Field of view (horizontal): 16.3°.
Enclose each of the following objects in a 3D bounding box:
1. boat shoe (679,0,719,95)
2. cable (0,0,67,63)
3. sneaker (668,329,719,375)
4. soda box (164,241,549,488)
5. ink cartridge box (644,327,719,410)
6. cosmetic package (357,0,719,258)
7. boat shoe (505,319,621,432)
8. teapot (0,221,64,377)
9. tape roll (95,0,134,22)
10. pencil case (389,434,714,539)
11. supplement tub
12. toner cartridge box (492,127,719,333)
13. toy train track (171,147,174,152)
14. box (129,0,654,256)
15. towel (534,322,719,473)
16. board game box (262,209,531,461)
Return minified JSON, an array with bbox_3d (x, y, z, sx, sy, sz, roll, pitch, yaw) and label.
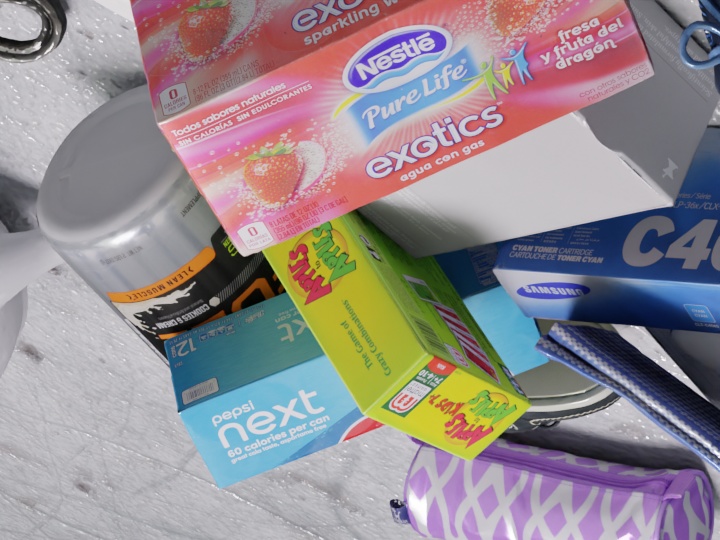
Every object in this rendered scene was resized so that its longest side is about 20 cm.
[{"bbox_3d":[0.184,-0.090,1.044,0.084,0.069,0.200,2,143,41],"label":"boat shoe"},{"bbox_3d":[-0.266,-0.154,1.399,0.200,0.097,0.050,30,-164,5],"label":"cable"},{"bbox_3d":[0.236,0.076,1.231,0.199,0.071,0.073,28,154,-2],"label":"sneaker"},{"bbox_3d":[-0.002,0.045,1.389,0.199,0.064,0.068,-21,130,4],"label":"soda box"},{"bbox_3d":[0.252,0.036,1.283,0.200,0.050,0.109,-4,139,46],"label":"ink cartridge box"},{"bbox_3d":[0.067,-0.077,1.217,0.107,0.090,0.200,41,148,-27],"label":"cosmetic package"},{"bbox_3d":[0.091,0.062,1.461,0.199,0.075,0.066,-4,144,45],"label":"boat shoe"},{"bbox_3d":[-0.292,0.011,1.668,0.200,0.146,0.198,39,134,26],"label":"teapot"},{"bbox_3d":[-0.083,-0.189,1.171,0.202,0.071,0.203,22,153,12],"label":"tape roll"},{"bbox_3d":[0.122,0.143,1.576,0.199,0.084,0.086,10,126,30],"label":"pencil case"},{"bbox_3d":[-0.085,-0.004,1.452,0.122,0.123,0.200,2,145,42],"label":"supplement tub"},{"bbox_3d":[0.168,-0.020,1.210,0.199,0.095,0.043,3,144,39],"label":"toner cartridge box"},{"bbox_3d":[-0.071,-0.108,1.296,0.033,0.115,0.200,56,164,-16],"label":"toy train track"},{"bbox_3d":[0.011,-0.106,1.083,0.199,0.103,0.095,-23,136,8],"label":"box"},{"bbox_3d":[0.160,0.076,1.263,0.145,0.024,0.200,36,-174,12],"label":"towel"},{"bbox_3d":[0.000,0.000,1.301,0.101,0.048,0.200,28,-156,-51],"label":"board game box"}]
